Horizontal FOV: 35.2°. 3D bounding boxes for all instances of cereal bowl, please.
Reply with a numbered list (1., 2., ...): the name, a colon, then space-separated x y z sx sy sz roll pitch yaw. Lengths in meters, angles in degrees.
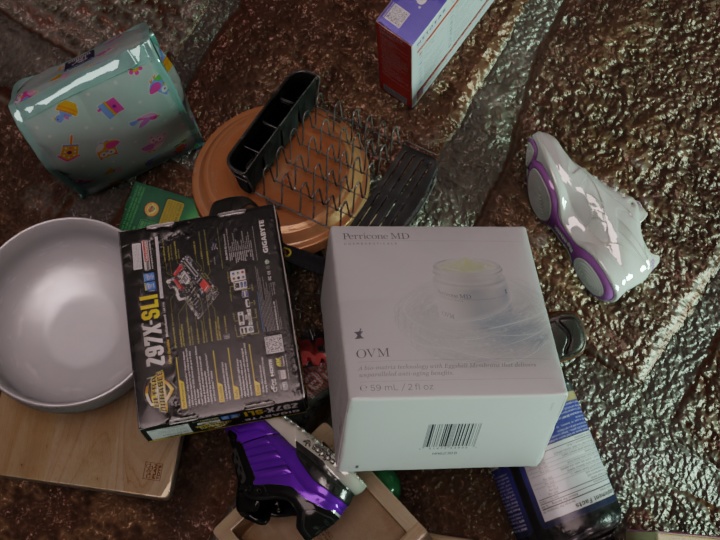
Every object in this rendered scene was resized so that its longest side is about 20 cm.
1. cereal bowl: -0.291 0.053 1.156 0.197 0.084 0.203 -1 68 2

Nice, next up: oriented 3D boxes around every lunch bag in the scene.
1. lunch bag: -0.273 -0.176 1.217 0.168 0.200 0.123 -25 78 -2

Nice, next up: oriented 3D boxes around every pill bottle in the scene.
1. pill bottle: 0.197 0.221 1.150 0.110 0.112 0.203 -20 78 -1

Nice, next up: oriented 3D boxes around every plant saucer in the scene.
1. plant saucer: -0.088 -0.105 1.245 0.197 0.032 0.203 -1 58 2

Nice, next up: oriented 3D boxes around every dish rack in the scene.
1. dish rack: -0.023 -0.113 1.198 0.198 0.055 0.154 26 64 16

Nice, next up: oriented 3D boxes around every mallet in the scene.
1. mallet: 0.000 0.000 1.182 0.198 0.041 0.067 28 81 -18

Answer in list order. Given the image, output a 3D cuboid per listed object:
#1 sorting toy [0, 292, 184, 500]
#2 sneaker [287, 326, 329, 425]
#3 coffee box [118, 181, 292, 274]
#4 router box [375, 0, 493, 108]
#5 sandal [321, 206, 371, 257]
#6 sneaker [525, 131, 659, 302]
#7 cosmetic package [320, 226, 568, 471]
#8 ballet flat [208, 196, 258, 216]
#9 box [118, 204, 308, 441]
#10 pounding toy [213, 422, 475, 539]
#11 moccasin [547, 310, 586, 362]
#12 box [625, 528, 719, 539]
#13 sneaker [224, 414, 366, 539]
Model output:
1. sorting toy: -0.273 0.134 1.206 0.195 0.070 0.203 7 70 5
2. sneaker: -0.058 0.116 1.200 0.197 0.071 0.099 -12 107 1
3. coffee box: -0.176 -0.011 1.255 0.197 0.044 0.125 16 78 7
4. router box: 0.096 -0.297 1.234 0.049 0.180 0.201 35 81 9
5. sandal: 0.003 -0.003 1.230 0.077 0.070 0.215 -18 77 -1
6. sneaker: 0.251 -0.067 1.240 0.099 0.075 0.202 -27 82 -17
7. cosmetic package: 0.070 0.069 1.071 0.196 0.124 0.202 0 49 -9
8. ballet flat: -0.159 0.018 1.173 0.068 0.068 0.203 17 81 30
9. box: -0.141 0.047 1.085 0.157 0.049 0.203 -11 70 -1
10. pounding toy: -0.003 0.275 1.152 0.200 0.143 0.184 -43 65 -9
11. moccasin: 0.138 0.082 1.208 0.199 0.078 0.075 -19 92 -5
12. box: 0.310 0.354 1.081 0.095 0.176 0.203 5 78 5
13. sneaker: -0.097 0.187 1.095 0.199 0.070 0.100 31 77 31
